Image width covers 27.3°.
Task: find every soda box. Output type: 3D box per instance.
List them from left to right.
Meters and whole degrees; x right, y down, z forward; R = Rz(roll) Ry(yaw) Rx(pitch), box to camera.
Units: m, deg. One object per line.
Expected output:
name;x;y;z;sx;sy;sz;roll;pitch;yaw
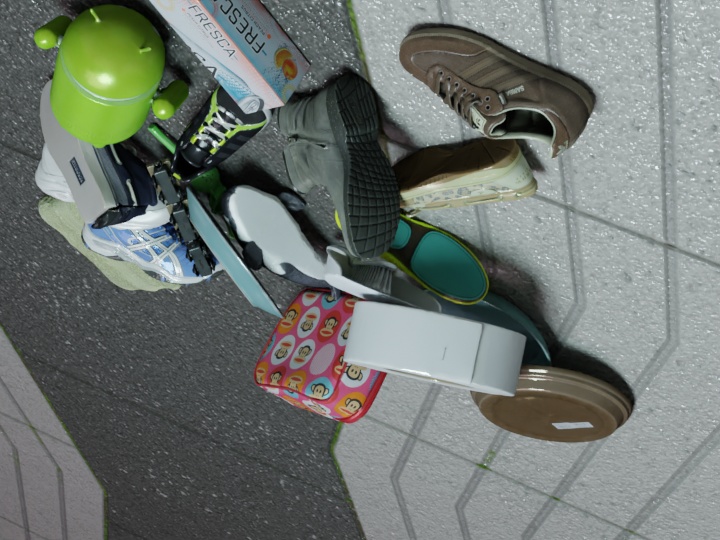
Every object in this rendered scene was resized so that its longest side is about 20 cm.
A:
soda box;-0.143;-0.257;1.530;0.068;0.064;0.200;-5;134;46

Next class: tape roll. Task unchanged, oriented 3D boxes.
tape roll;0.084;0.089;1.679;0.202;0.071;0.202;13;174;1

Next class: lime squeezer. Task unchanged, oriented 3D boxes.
lime squeezer;-0.192;-0.099;1.841;0.071;0.038;0.200;3;141;40

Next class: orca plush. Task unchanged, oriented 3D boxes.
orca plush;-0.101;-0.039;1.805;0.200;0.105;0.071;24;169;-34

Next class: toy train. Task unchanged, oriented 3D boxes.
toy train;-0.225;-0.070;1.872;0.034;0.046;0.200;-16;135;2

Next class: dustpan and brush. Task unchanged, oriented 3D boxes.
dustpan and brush;0.000;0.000;1.715;0.139;0.057;0.200;22;173;-26

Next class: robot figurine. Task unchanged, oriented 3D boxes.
robot figurine;-0.285;-0.218;1.664;0.175;0.116;0.200;32;150;-3

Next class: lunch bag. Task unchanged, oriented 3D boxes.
lunch bag;-0.035;0.090;1.852;0.082;0.176;0.200;33;168;-31

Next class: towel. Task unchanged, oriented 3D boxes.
towel;-0.350;-0.039;2.078;0.148;0.037;0.200;-7;133;47

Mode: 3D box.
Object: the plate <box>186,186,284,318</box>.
plate;-0.161;-0.017;1.817;0.200;0.026;0.200;53;178;3

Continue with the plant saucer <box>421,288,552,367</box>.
plant saucer;0.146;0.076;1.799;0.200;0.036;0.200;22;149;14

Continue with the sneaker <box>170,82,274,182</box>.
sneaker;-0.163;-0.151;1.688;0.072;0.083;0.200;36;150;-9

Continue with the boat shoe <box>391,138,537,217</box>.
boat shoe;0.093;-0.088;1.558;0.200;0.073;0.063;-6;131;46

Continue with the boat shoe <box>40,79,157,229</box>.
boat shoe;-0.324;-0.146;1.838;0.075;0.093;0.200;-31;76;41

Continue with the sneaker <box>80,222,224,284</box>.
sneaker;-0.271;-0.041;1.962;0.200;0.076;0.077;17;123;-2

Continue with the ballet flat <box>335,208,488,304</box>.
ballet flat;0.060;-0.025;1.710;0.200;0.067;0.067;31;172;5

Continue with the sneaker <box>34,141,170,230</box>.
sneaker;-0.324;-0.120;1.895;0.200;0.078;0.099;20;134;5

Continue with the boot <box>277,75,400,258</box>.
boot;-0.028;-0.101;1.580;0.068;0.200;0.131;-4;171;-36

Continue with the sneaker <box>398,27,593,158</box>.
sneaker;0.118;-0.169;1.409;0.200;0.076;0.070;21;149;17

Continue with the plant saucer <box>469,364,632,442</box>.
plant saucer;0.231;0.167;1.811;0.200;0.029;0.200;9;154;4
